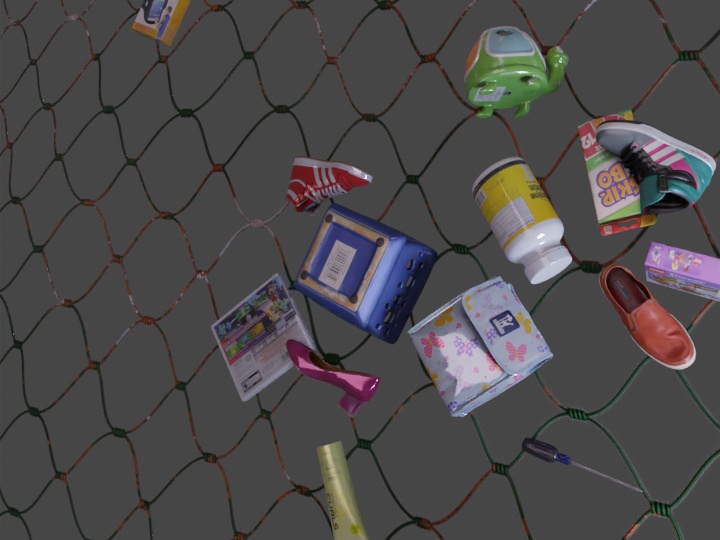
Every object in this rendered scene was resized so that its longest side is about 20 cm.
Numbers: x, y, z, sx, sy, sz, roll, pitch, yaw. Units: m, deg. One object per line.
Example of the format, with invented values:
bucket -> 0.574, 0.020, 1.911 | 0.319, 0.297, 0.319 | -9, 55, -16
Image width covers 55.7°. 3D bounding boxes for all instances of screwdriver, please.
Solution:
screwdriver -> 0.359, 0.319, 1.114 | 0.196, 0.029, 0.029 | 18, 87, 24

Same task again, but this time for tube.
tube -> -0.034, 0.423, 1.267 | 0.058, 0.051, 0.205 | -36, 65, 59

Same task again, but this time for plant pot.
plant pot -> 0.000, 0.000, 1.262 | 0.197, 0.179, 0.204 | 27, 91, 26

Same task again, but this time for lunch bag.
lunch bag -> 0.204, 0.126, 1.171 | 0.197, 0.127, 0.172 | -32, 70, 9

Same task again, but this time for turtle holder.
turtle holder -> 0.276, -0.366, 1.226 | 0.181, 0.140, 0.136 | -10, 74, 24

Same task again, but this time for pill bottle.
pill bottle -> 0.282, -0.085, 1.182 | 0.111, 0.112, 0.204 | -31, 68, 16

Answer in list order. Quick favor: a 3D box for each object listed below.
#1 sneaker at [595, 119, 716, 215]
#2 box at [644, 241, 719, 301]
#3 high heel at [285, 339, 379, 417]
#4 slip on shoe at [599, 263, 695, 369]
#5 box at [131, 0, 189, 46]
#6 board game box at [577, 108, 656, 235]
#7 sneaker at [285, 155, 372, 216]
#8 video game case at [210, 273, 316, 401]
sneaker -> 0.461, -0.155, 1.102 | 0.196, 0.084, 0.123 | 24, 71, 11
box -> 0.534, 0.014, 1.027 | 0.196, 0.136, 0.040 | 19, 87, 27
high heel -> -0.054, 0.179, 1.304 | 0.200, 0.067, 0.097 | 43, 108, 18
slip on shoe -> 0.456, 0.071, 1.096 | 0.074, 0.061, 0.202 | -37, 68, 12
box -> -0.485, -0.676, 1.709 | 0.117, 0.041, 0.204 | 25, 93, 27
board game box -> 0.440, -0.168, 1.173 | 0.093, 0.030, 0.206 | -13, 77, 22
sneaker -> -0.069, -0.163, 1.388 | 0.196, 0.071, 0.115 | 13, 81, 35
video game case -> -0.205, 0.138, 1.419 | 0.198, 0.023, 0.185 | -36, 67, 16
